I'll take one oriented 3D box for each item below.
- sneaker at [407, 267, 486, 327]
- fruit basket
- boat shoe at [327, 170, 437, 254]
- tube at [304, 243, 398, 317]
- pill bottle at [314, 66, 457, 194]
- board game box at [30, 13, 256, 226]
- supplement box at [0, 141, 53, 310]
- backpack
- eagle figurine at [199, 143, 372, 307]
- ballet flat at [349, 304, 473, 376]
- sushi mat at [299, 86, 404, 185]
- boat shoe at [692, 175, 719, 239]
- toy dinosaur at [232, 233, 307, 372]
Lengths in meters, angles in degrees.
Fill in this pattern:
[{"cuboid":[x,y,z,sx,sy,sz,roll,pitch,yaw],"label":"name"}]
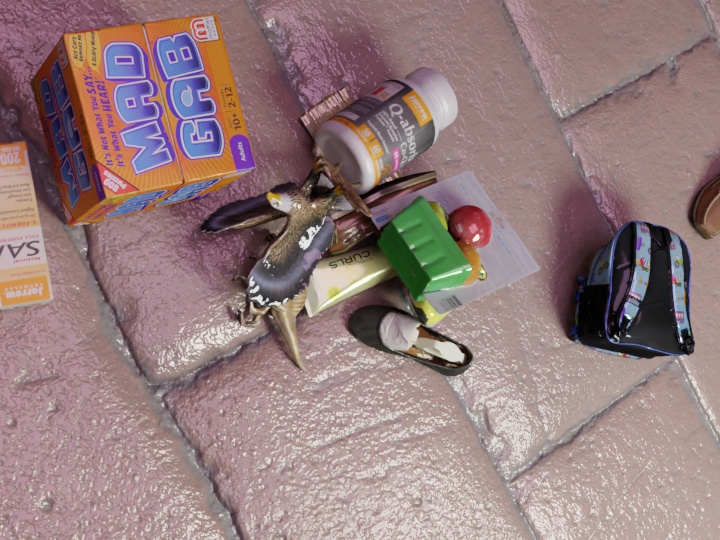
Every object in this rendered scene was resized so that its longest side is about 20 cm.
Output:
[{"cuboid":[0.140,0.009,1.725,0.079,0.090,0.200,59,41,-14],"label":"sneaker"},{"cuboid":[0.130,-0.039,1.677,0.199,0.094,0.186,-21,69,-38],"label":"fruit basket"},{"cuboid":[0.028,-0.085,1.719,0.199,0.072,0.068,-23,98,-15],"label":"boat shoe"},{"cuboid":[0.000,0.000,1.714,0.199,0.052,0.058,-19,47,-23],"label":"tube"},{"cuboid":[0.040,-0.205,1.710,0.200,0.116,0.117,-37,100,-27],"label":"pill bottle"},{"cuboid":[-0.279,-0.187,1.511,0.199,0.200,0.201,-15,89,-28],"label":"board game box"},{"cuboid":[-0.462,-0.049,1.470,0.125,0.073,0.202,-11,88,-27],"label":"supplement box"},{"cuboid":[0.431,0.030,1.878,0.181,0.134,0.202,11,78,-25],"label":"backpack"},{"cuboid":[-0.099,-0.071,1.606,0.151,0.152,0.200,38,107,-28],"label":"eagle figurine"},{"cuboid":[0.082,0.097,1.728,0.199,0.068,0.069,22,75,-22],"label":"ballet flat"},{"cuboid":[-0.002,-0.167,1.756,0.096,0.012,0.201,-39,101,-25],"label":"sushi mat"},{"cuboid":[0.644,-0.137,2.045,0.076,0.074,0.200,47,65,-13],"label":"boat shoe"},{"cuboid":[-0.117,0.047,1.641,0.100,0.058,0.202,-9,87,-29],"label":"toy dinosaur"}]
